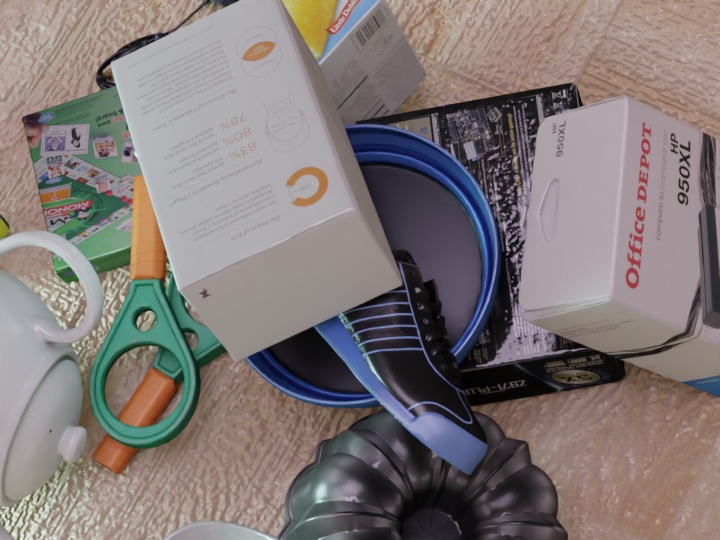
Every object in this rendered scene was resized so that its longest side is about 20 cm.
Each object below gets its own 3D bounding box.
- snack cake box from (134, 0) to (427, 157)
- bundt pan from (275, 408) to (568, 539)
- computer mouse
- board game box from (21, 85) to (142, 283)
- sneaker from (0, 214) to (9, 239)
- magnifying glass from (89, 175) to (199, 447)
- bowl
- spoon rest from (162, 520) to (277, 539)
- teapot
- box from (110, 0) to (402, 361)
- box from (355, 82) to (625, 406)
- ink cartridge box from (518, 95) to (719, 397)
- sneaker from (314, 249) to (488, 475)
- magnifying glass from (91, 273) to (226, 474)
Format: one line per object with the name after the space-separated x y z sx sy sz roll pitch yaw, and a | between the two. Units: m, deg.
-0.054 -0.112 1.648 0.067 0.115 0.200 39 82 29 | snack cake box
0.048 0.177 1.538 0.201 0.076 0.203 4 67 -10 | bundt pan
-0.128 -0.209 1.776 0.200 0.034 0.059 -44 69 -5 | computer mouse
-0.147 -0.084 1.738 0.199 0.029 0.135 -17 69 6 | board game box
-0.355 -0.040 1.696 0.074 0.200 0.085 13 80 61 | sneaker
-0.155 0.029 1.670 0.079 0.022 0.201 -3 72 11 | magnifying glass
0.000 0.000 1.578 0.200 0.039 0.202 -5 70 13 | bowl
-0.059 0.216 1.595 0.199 0.061 0.100 -8 69 9 | spoon rest
-0.259 0.092 1.620 0.146 0.200 0.198 20 66 10 | teapot
-0.069 -0.064 1.497 0.124 0.098 0.200 -24 54 6 | box
0.091 -0.014 1.628 0.163 0.086 0.201 -10 69 9 | box
0.209 -0.013 1.538 0.084 0.200 0.145 -14 63 48 | ink cartridge box
0.027 0.041 1.498 0.078 0.070 0.200 -44 66 5 | sneaker
-0.132 0.059 1.688 0.079 0.022 0.200 29 80 20 | magnifying glass
